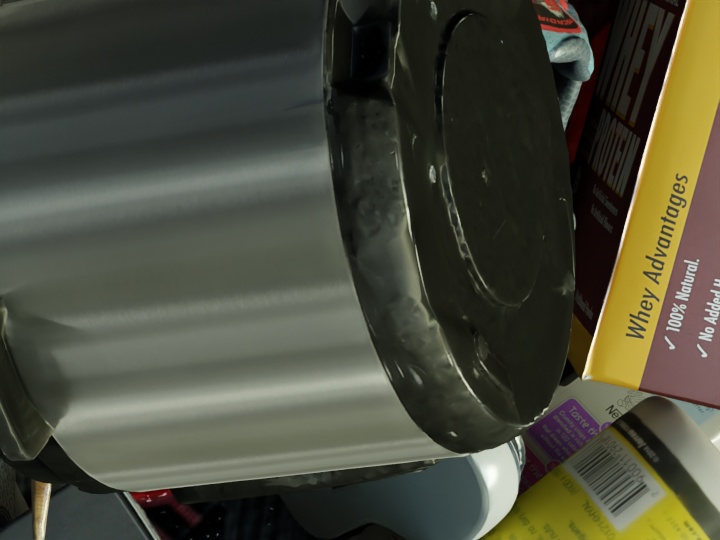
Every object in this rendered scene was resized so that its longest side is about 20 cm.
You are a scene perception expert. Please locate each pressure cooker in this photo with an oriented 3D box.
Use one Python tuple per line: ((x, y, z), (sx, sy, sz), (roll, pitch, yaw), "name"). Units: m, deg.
((-0.048, -0.022, 0.801), (0.176, 0.198, 0.180), (27, 58, -65), "pressure cooker")

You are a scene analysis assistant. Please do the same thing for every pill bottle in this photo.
((0.066, 0.148, 0.964), (0.200, 0.111, 0.111), (-37, 131, -1), "pill bottle")

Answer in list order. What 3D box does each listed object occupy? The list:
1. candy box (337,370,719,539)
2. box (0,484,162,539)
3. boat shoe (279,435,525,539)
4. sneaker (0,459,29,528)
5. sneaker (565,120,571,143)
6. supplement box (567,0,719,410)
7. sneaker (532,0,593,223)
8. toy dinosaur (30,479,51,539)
((0.098, 0.130, 1.134), (0.199, 0.072, 0.168), (-35, 142, -10), "candy box")
((-0.140, 0.186, 0.955), (0.199, 0.104, 0.182), (-34, 165, -12), "box")
((0.032, 0.055, 1.001), (0.091, 0.200, 0.071), (-30, 96, -21), "boat shoe")
((-0.143, 0.027, 0.931), (0.085, 0.077, 0.201), (-33, 131, -18), "sneaker")
((0.000, 0.000, 1.005), (0.199, 0.078, 0.083), (-22, 129, -20), "sneaker")
((0.193, -0.042, 0.997), (0.198, 0.133, 0.199), (13, 100, -6), "supplement box")
((0.050, -0.096, 0.914), (0.079, 0.095, 0.202), (-9, 104, -37), "sneaker")
((-0.075, -0.011, 0.913), (0.200, 0.106, 0.061), (-40, 166, -26), "toy dinosaur")
